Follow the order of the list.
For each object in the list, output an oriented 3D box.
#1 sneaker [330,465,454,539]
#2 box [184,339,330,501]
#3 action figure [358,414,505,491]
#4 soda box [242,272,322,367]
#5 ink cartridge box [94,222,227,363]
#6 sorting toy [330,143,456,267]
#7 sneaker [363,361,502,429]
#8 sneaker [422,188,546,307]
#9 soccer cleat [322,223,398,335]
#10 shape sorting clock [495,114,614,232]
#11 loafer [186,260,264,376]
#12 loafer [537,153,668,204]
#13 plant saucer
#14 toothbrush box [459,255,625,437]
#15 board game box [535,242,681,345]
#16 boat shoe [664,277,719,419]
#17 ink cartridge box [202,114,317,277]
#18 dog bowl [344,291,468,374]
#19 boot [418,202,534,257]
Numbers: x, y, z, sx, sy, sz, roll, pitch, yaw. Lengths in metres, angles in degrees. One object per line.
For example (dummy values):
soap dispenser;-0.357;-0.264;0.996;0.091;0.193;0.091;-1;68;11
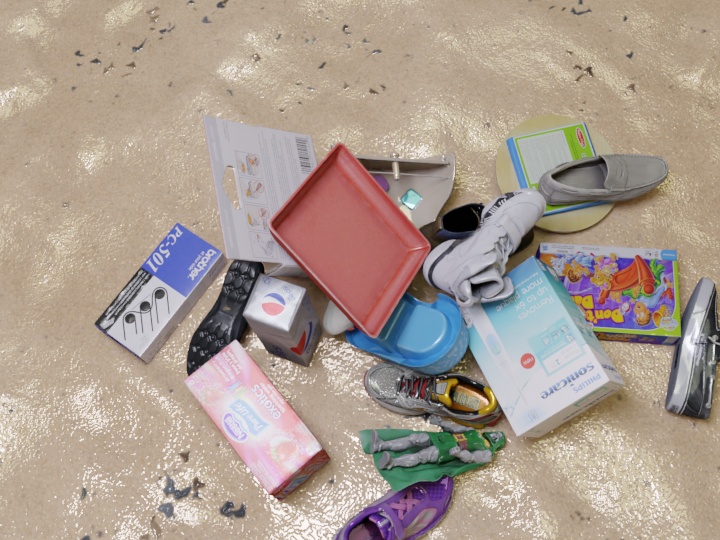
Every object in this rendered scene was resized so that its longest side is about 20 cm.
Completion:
sneaker;0.045;0.326;1.037;0.200;0.089;0.081;-36;68;-13
box;-0.142;0.209;1.090;0.095;0.103;0.200;-38;72;-11
action figure;0.111;0.238;1.060;0.199;0.055;0.118;0;32;-26
soda box;-0.103;0.074;1.088;0.068;0.200;0.064;19;72;10
ink cartridge box;-0.304;0.033;1.202;0.094;0.044;0.200;32;73;13
sorting toy;0.037;-0.089;1.197;0.199;0.107;0.181;1;84;-21
sneaker;0.103;0.165;1.101;0.199;0.082;0.078;9;70;9
sneaker;0.188;-0.026;1.061;0.200;0.075;0.115;-37;32;-2
soccer cleat;0.000;0.000;1.130;0.200;0.078;0.069;-54;37;-10
shape sorting clock;0.311;-0.154;1.237;0.199;0.039;0.201;0;73;1
loafer;-0.195;0.075;1.167;0.068;0.070;0.201;25;89;14
loafer;0.368;-0.140;1.176;0.199;0.070;0.070;-12;74;-3
plant saucer;-0.015;-0.039;1.032;0.200;0.037;0.200;47;47;-13
toothbrush box;0.240;0.107;1.074;0.146;0.085;0.200;-36;62;22
board game box;0.361;0.034;1.156;0.199;0.045;0.135;3;69;5
boat shoe;0.484;0.109;1.102;0.068;0.074;0.200;15;71;13
ink cartridge box;-0.124;-0.093;1.020;0.176;0.045;0.201;4;66;-41
dog bowl;0.067;0.083;1.109;0.200;0.050;0.112;14;69;43
boot;0.182;-0.055;1.158;0.199;0.097;0.075;-7;76;-16
